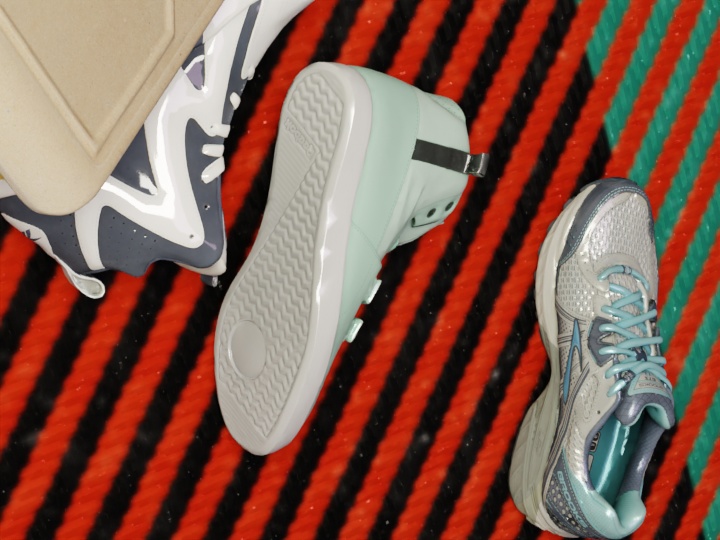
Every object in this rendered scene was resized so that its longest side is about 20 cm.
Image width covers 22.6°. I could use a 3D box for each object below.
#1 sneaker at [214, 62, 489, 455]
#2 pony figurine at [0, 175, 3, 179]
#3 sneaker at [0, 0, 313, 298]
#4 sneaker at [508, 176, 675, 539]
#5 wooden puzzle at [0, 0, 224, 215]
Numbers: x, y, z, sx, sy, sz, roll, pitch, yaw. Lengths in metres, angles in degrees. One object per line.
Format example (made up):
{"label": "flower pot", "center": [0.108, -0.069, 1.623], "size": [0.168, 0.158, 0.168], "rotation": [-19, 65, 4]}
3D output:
{"label": "sneaker", "center": [0.000, 0.000, 0.915], "size": [0.118, 0.074, 0.202], "rotation": [3, 108, -47]}
{"label": "pony figurine", "center": [-0.200, -0.158, 0.755], "size": [0.192, 0.166, 0.201], "rotation": [19, 57, -46]}
{"label": "sneaker", "center": [-0.079, -0.063, 0.865], "size": [0.199, 0.079, 0.130], "rotation": [-36, 111, -18]}
{"label": "sneaker", "center": [0.142, 0.051, 0.980], "size": [0.077, 0.086, 0.202], "rotation": [4, 94, -27]}
{"label": "wooden puzzle", "center": [-0.124, -0.153, 0.732], "size": [0.201, 0.037, 0.186], "rotation": [-58, 133, -33]}
